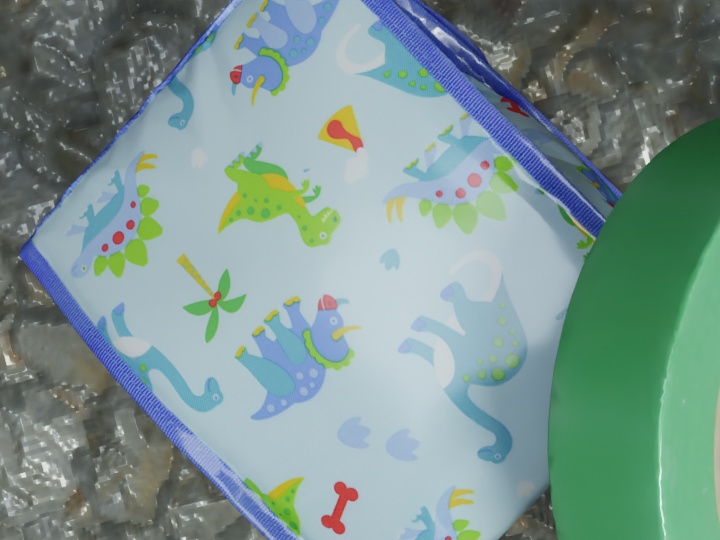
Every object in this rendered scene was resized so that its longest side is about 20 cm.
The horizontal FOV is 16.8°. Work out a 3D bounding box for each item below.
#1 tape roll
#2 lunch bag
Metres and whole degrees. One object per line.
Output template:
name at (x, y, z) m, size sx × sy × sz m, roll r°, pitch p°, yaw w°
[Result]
tape roll at (0.145, 0.048, 0.810) m, size 0.048 × 0.200 × 0.201 m, roll 6°, pitch 92°, yaw 45°
lunch bag at (0.000, 0.000, 0.879) m, size 0.200 × 0.127 × 0.170 m, roll 42°, pitch 100°, yaw 0°
